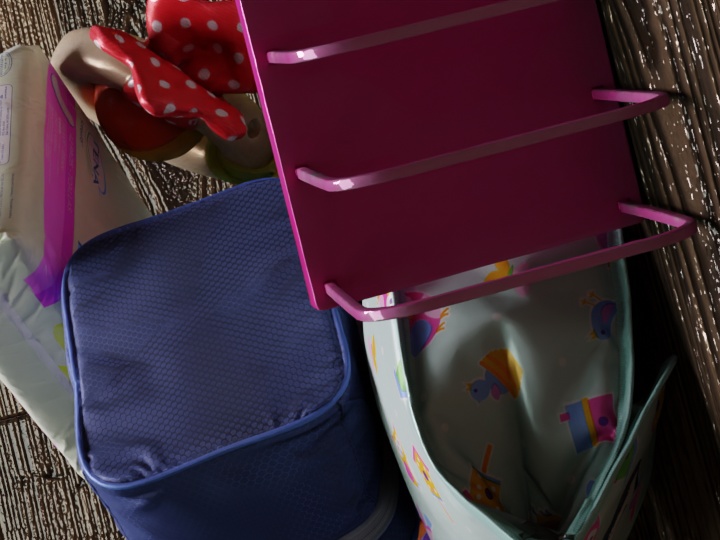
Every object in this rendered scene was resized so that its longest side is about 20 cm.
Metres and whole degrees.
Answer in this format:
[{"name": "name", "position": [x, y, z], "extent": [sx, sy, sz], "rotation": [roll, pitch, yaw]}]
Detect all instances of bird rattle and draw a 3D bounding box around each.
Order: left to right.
[{"name": "bird rattle", "position": [-0.096, -0.081, 1.181], "extent": [0.200, 0.162, 0.113], "rotation": [28, -103, -55]}]

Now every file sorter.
[{"name": "file sorter", "position": [0.033, -0.094, 0.822], "extent": [0.125, 0.138, 0.202], "rotation": [-153, 48, -79]}]

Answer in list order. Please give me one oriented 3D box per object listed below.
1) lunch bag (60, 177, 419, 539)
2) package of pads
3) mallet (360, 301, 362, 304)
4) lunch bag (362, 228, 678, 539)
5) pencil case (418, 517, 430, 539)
[{"name": "lunch bag", "position": [-0.057, 0.063, 1.062], "extent": [0.201, 0.135, 0.133], "rotation": [-102, -8, -49]}, {"name": "package of pads", "position": [-0.157, -0.002, 1.174], "extent": [0.155, 0.068, 0.200], "rotation": [-96, -17, -44]}, {"name": "mallet", "position": [0.000, 0.000, 1.178], "extent": [0.041, 0.201, 0.066], "rotation": [41, -157, 22]}, {"name": "lunch bag", "position": [0.068, 0.058, 0.963], "extent": [0.171, 0.121, 0.201], "rotation": [87, 173, -63]}, {"name": "pencil case", "position": [0.050, 0.159, 1.120], "extent": [0.200, 0.088, 0.089], "rotation": [-39, 62, 52]}]
